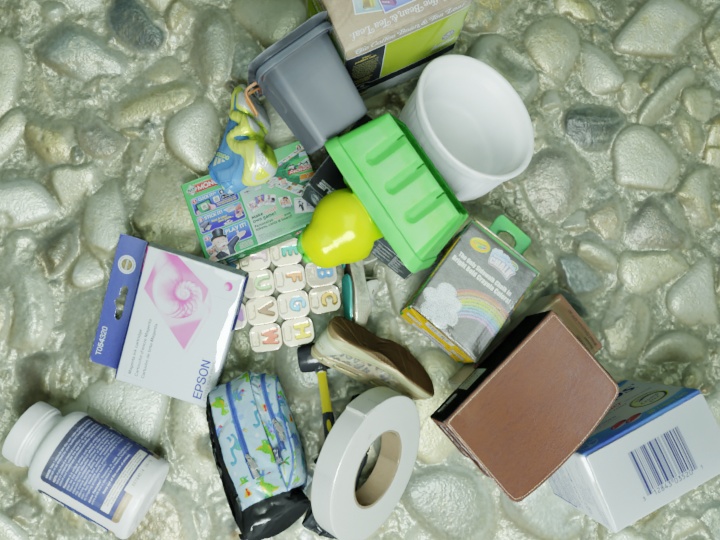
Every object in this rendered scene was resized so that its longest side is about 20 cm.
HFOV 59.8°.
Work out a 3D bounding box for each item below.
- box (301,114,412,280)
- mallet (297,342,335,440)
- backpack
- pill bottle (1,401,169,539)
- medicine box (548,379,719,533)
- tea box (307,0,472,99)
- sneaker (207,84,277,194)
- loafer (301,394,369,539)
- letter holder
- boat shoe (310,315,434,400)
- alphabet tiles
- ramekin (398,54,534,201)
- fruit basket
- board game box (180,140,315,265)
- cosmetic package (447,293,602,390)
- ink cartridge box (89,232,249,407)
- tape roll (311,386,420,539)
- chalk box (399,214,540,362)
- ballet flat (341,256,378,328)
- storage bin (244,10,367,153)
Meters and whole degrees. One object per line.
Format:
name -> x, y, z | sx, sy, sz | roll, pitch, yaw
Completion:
box -> 0.035, -0.111, 0.928 | 0.199, 0.044, 0.161 | 38, 63, -3
mallet -> -0.038, 0.191, 0.883 | 0.064, 0.041, 0.203 | -17, 61, -5
backpack -> -0.139, 0.241, 0.850 | 0.153, 0.164, 0.201 | -35, 69, -10
pill bottle -> -0.370, 0.263, 0.847 | 0.197, 0.111, 0.112 | 30, 81, 0
medicine box -> 0.355, 0.241, 0.853 | 0.179, 0.200, 0.105 | -26, 87, -7
tea box -> 0.035, -0.367, 0.915 | 0.197, 0.197, 0.136 | -25, 85, -7
sneaker -> -0.185, -0.189, 0.916 | 0.104, 0.076, 0.202 | -30, 45, 14
loafer -> -0.031, 0.274, 0.889 | 0.069, 0.068, 0.205 | 16, 85, -10
letter holder -> 0.213, 0.176, 0.814 | 0.200, 0.101, 0.142 | -43, 86, -9
boat shoe -> 0.021, 0.136, 0.900 | 0.198, 0.074, 0.063 | 34, 114, -20
alphabet tiles -> -0.130, 0.016, 0.945 | 0.191, 0.015, 0.205 | -9, 83, -5
ramekin -> 0.148, -0.202, 0.920 | 0.196, 0.098, 0.205 | 10, 65, -23
fruit basket -> 0.014, -0.076, 0.828 | 0.211, 0.155, 0.221 | 1, 95, 17
board game box -> -0.155, -0.100, 0.941 | 0.196, 0.029, 0.137 | -21, 74, -6
cosmetic package -> 0.238, 0.138, 0.916 | 0.199, 0.087, 0.104 | -41, 87, -8
ink cartridge box -> -0.278, 0.071, 0.891 | 0.196, 0.043, 0.201 | 16, 97, -3
tape roll -> 0.012, 0.257, 0.836 | 0.037, 0.202, 0.206 | 17, 79, 36
chalk box -> 0.166, 0.017, 0.911 | 0.124, 0.124, 0.201 | 38, 81, 3
ballet flat -> 0.000, 0.000, 0.931 | 0.061, 0.067, 0.205 | -5, 83, -12
storage bin -> -0.076, -0.239, 0.868 | 0.144, 0.200, 0.136 | -35, 100, -6
